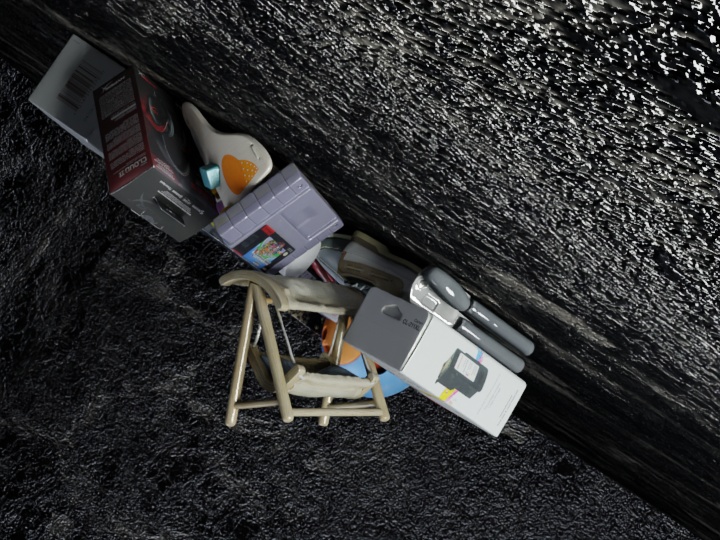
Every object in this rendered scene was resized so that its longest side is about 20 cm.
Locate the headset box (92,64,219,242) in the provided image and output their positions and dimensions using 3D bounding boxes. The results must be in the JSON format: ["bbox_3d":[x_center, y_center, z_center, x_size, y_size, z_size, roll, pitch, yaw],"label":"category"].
[{"bbox_3d":[-0.267,-0.144,1.373,0.148,0.074,0.202,40,-154,-52],"label":"headset box"}]

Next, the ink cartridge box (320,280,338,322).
[{"bbox_3d":[-0.035,0.024,1.780,0.042,0.121,0.200,29,177,-4],"label":"ink cartridge box"}]

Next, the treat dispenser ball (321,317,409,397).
[{"bbox_3d":[0.027,0.127,1.887,0.199,0.202,0.201,34,176,3],"label":"treat dispenser ball"}]

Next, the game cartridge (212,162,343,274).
[{"bbox_3d":[-0.102,-0.058,1.339,0.039,0.129,0.200,52,-177,20],"label":"game cartridge"}]

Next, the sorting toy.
[{"bbox_3d":[-0.168,-0.137,1.375,0.181,0.106,0.200,53,-177,21],"label":"sorting toy"}]

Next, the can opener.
[{"bbox_3d":[0.143,0.065,1.324,0.199,0.053,0.066,36,174,-23],"label":"can opener"}]

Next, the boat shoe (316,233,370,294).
[{"bbox_3d":[0.015,0.015,1.523,0.198,0.062,0.073,31,141,-16],"label":"boat shoe"}]

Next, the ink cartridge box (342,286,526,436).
[{"bbox_3d":[0.094,0.117,1.349,0.199,0.084,0.145,36,173,-34],"label":"ink cartridge box"}]

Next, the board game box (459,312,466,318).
[{"bbox_3d":[0.152,0.093,1.690,0.199,0.034,0.134,39,174,-40],"label":"board game box"}]

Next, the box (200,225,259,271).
[{"bbox_3d":[-0.224,-0.089,1.998,0.196,0.118,0.200,37,176,-27],"label":"box"}]

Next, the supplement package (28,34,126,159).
[{"bbox_3d":[-0.375,-0.236,1.539,0.116,0.118,0.200,33,176,12],"label":"supplement package"}]

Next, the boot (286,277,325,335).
[{"bbox_3d":[-0.048,0.060,2.058,0.199,0.152,0.073,35,176,-9],"label":"boot"}]

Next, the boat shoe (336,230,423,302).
[{"bbox_3d":[0.052,0.020,1.420,0.199,0.069,0.075,31,175,35],"label":"boat shoe"}]

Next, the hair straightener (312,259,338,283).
[{"bbox_3d":[-0.036,-0.014,1.645,0.201,0.076,0.041,56,170,-6],"label":"hair straightener"}]

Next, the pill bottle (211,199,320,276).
[{"bbox_3d":[-0.150,-0.077,1.505,0.200,0.105,0.104,41,179,21],"label":"pill bottle"}]

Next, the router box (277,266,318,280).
[{"bbox_3d":[-0.158,-0.061,1.706,0.158,0.052,0.200,55,-176,24],"label":"router box"}]

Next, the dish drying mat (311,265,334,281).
[{"bbox_3d":[-0.109,-0.061,1.697,0.201,0.018,0.077,53,173,-3],"label":"dish drying mat"}]

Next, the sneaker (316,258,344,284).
[{"bbox_3d":[0.000,0.000,1.600,0.200,0.071,0.073,41,-178,-15],"label":"sneaker"}]

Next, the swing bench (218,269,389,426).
[{"bbox_3d":[-0.072,0.102,1.381,0.128,0.204,0.197,-11,167,40],"label":"swing bench"}]
